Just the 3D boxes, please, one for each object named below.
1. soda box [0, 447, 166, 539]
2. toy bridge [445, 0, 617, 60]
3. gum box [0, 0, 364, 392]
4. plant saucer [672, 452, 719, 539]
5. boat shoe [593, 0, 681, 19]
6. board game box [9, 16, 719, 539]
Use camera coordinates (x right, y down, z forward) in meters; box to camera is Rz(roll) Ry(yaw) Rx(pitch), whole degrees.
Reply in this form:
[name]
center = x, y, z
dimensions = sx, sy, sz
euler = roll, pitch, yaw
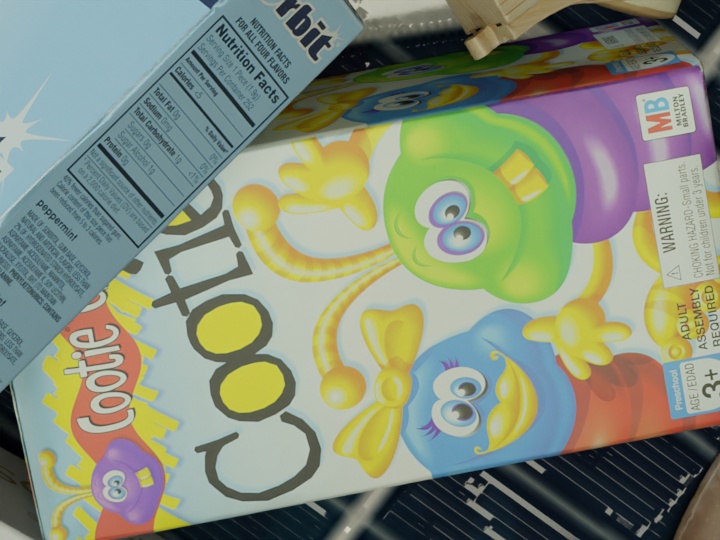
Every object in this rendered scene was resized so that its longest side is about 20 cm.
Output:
[soda box]
center = -0.079, 0.110, 0.879
dimensions = 0.200, 0.068, 0.064
euler = 32, 99, -19
[toy bridge]
center = 0.102, -0.115, 0.833
dimensions = 0.200, 0.027, 0.067
euler = -38, 103, -21
[gum box]
center = -0.123, -0.041, 0.794
dimensions = 0.200, 0.170, 0.045
euler = -44, 136, -6
[plant saucer]
center = 0.165, 0.102, 0.853
dimensions = 0.034, 0.200, 0.200
euler = 29, 100, -34
[boat shoe]
center = 0.015, -0.140, 0.844
dimensions = 0.200, 0.072, 0.065
euler = 31, 100, -5
[board game box]
center = 0.000, 0.000, 0.856
dimensions = 0.200, 0.105, 0.103
euler = -11, 102, -1
